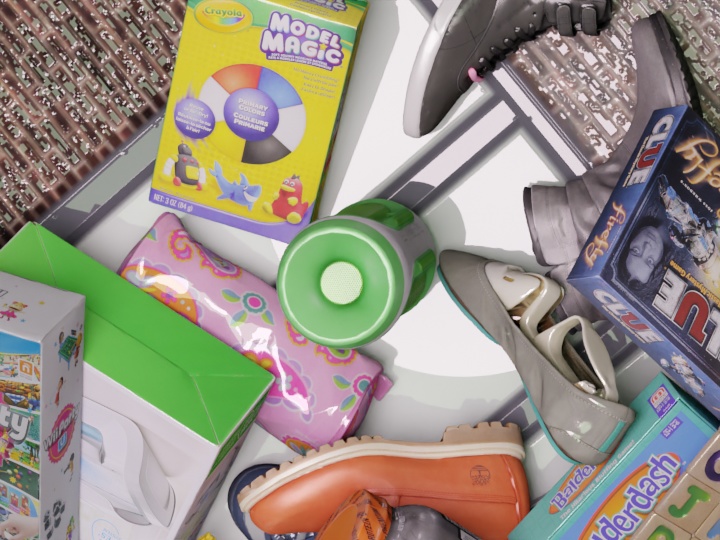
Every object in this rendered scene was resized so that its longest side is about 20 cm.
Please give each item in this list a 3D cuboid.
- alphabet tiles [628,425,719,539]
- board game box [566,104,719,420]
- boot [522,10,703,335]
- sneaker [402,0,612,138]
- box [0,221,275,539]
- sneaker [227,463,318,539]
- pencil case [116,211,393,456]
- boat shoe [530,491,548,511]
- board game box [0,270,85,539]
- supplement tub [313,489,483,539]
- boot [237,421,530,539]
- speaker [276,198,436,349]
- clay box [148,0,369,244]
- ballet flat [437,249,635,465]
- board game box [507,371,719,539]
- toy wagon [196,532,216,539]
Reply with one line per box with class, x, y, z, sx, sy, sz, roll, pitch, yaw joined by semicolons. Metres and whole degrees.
alphabet tiles;0.273;0.186;1.517;0.199;0.008;0.168;30;105;-24
board game box;0.233;0.010;1.490;0.200;0.035;0.136;40;66;-25
boot;0.167;-0.063;1.553;0.131;0.070;0.202;-10;90;14
sneaker;0.107;-0.161;1.547;0.099;0.071;0.201;30;95;9
box;-0.185;0.099;1.568;0.199;0.097;0.177;33;127;5
sneaker;-0.007;0.201;1.590;0.199;0.082;0.070;36;90;3
pencil case;-0.077;0.047;1.592;0.199;0.087;0.088;35;99;3
boat shoe;0.143;0.176;1.582;0.069;0.057;0.200;44;99;2
board game box;-0.254;0.092;1.498;0.147;0.064;0.201;16;124;17
supplement tub;0.059;0.230;1.473;0.199;0.123;0.123;33;99;-11
boot;0.021;0.166;1.551;0.198;0.075;0.108;-6;69;-10
speaker;0.000;0.000;1.513;0.088;0.200;0.089;1;96;8
clay box;-0.067;-0.123;1.548;0.114;0.048;0.201;16;123;3
ballet flat;0.119;0.041;1.529;0.064;0.067;0.200;-51;49;23
board game box;0.219;0.184;1.540;0.200;0.045;0.152;39;100;-22
toy wagon;-0.045;0.259;1.580;0.200;0.040;0.155;40;138;0
